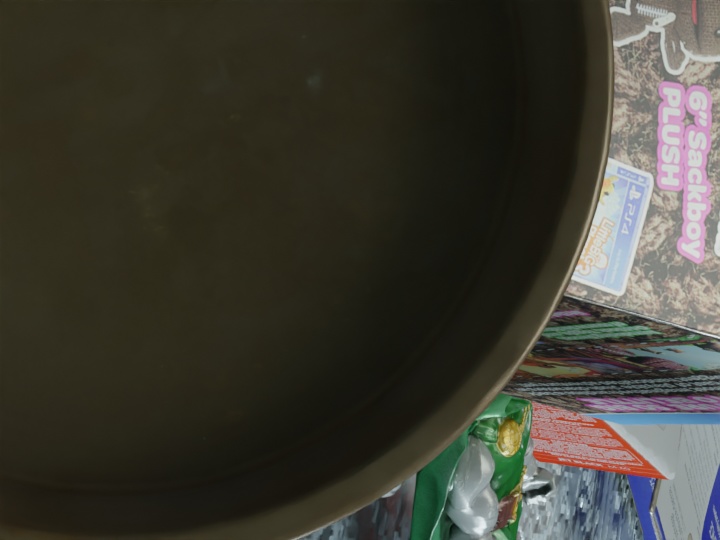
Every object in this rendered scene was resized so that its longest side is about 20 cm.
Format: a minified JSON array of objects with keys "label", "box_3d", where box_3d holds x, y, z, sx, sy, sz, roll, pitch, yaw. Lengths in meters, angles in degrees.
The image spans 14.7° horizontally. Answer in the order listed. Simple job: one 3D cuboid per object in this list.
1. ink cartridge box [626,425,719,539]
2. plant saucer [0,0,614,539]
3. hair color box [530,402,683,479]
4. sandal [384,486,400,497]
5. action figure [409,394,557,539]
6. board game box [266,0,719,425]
[{"label":"ink cartridge box","box_3d":[0.153,0.074,1.285,0.198,0.047,0.201,70,35,-51]},{"label":"plant saucer","box_3d":[-0.049,-0.039,0.560,0.029,0.199,0.201,99,1,-80]},{"label":"hair color box","box_3d":[0.076,0.002,1.043,0.200,0.064,0.111,42,57,-66]},{"label":"sandal","box_3d":[-0.001,0.007,0.865,0.207,0.059,0.079,102,-1,-55]},{"label":"action figure","box_3d":[0.038,0.089,0.938,0.118,0.054,0.201,-76,172,-46]},{"label":"board game box","box_3d":[0.039,-0.029,0.692,0.199,0.159,0.097,15,79,-28]}]
